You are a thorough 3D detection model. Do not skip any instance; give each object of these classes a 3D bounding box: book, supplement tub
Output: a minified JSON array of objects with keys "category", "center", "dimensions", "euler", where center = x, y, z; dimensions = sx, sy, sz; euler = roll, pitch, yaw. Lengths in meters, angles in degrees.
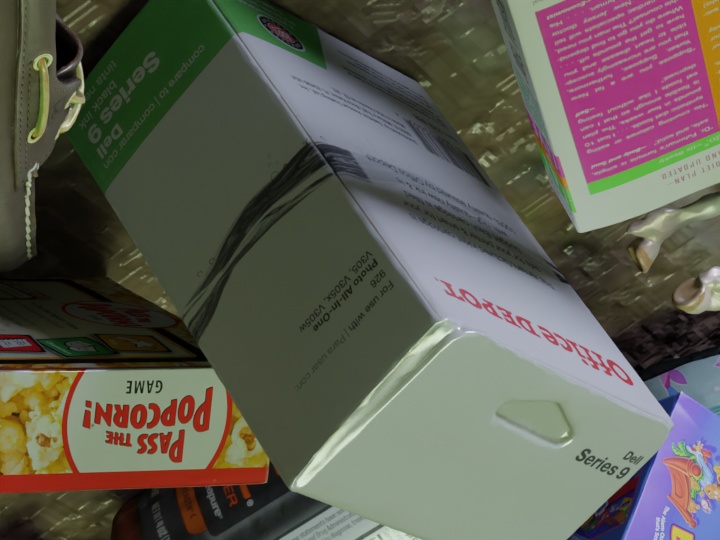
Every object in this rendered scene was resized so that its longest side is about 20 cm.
[{"category":"book","center":[0.107,-0.097,0.871],"dimensions":[0.133,0.048,0.200],"euler":[-27,149,-2]},{"category":"supplement tub","center":[-0.002,0.098,1.189],"dimensions":[0.200,0.107,0.107],"euler":[-33,144,9]}]

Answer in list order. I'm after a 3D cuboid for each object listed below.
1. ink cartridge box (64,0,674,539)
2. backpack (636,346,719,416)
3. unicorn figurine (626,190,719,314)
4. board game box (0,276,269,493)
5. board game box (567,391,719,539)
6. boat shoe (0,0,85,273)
[{"category":"ink cartridge box","center":[0.000,0.000,0.976],"dimensions":[0.084,0.200,0.146],"euler":[-47,140,16]},{"category":"backpack","center":[0.173,0.122,1.298],"dimensions":[0.166,0.127,0.200],"euler":[-14,147,-17]},{"category":"unicorn figurine","center":[0.165,-0.051,1.121],"dimensions":[0.137,0.074,0.200],"euler":[-33,139,-7]},{"category":"board game box","center":[-0.152,0.038,0.991],"dimensions":[0.199,0.151,0.047],"euler":[0,102,-30]},{"category":"board game box","center":[0.079,0.140,1.196],"dimensions":[0.045,0.135,0.200],"euler":[33,152,-17]},{"category":"boat shoe","center":[-0.123,-0.073,0.935],"dimensions":[0.059,0.072,0.201],"euler":[-13,137,-11]}]
